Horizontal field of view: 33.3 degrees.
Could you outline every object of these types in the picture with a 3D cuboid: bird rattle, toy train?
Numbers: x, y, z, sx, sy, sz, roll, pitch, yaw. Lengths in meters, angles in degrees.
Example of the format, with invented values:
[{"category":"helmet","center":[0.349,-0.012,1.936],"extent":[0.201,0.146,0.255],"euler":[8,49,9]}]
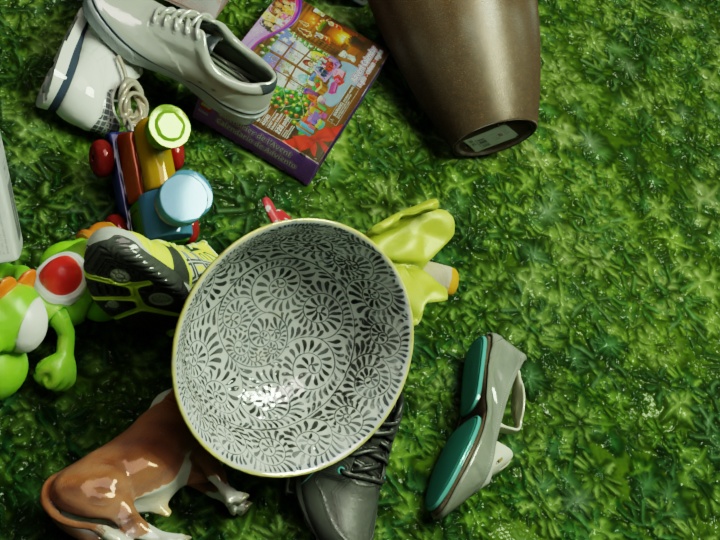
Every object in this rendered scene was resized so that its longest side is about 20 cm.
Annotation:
[{"category":"bird rattle","center":[0.000,0.000,1.089],"extent":[0.163,0.199,0.113],"euler":[16,76,-55]},{"category":"toy train","center":[-0.185,-0.117,1.059],"extent":[0.084,0.116,0.201],"euler":[-7,80,-29]}]

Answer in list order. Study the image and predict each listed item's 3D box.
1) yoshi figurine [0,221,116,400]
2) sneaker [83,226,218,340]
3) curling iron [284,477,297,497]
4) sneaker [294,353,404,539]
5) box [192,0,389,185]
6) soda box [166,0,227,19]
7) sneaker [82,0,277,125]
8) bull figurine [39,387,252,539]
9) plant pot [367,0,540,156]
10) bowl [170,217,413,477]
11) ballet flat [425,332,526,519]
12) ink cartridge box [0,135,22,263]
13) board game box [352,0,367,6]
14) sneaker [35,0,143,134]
[{"category":"yoshi figurine","center":[-0.262,0.041,0.974],"extent":[0.200,0.112,0.113],"euler":[-32,114,-52]},{"category":"sneaker","center":[-0.156,0.008,0.991],"extent":[0.200,0.075,0.077],"euler":[42,39,-53]},{"category":"curling iron","center":[-0.035,0.108,1.054],"extent":[0.049,0.026,0.201],"euler":[21,51,-5]},{"category":"sneaker","center":[-0.006,0.136,0.996],"extent":[0.075,0.079,0.201],"euler":[15,62,-34]},{"category":"box","center":[-0.068,-0.194,1.248],"extent":[0.136,0.039,0.200],"euler":[30,50,-2]},{"category":"soda box","center":[-0.152,-0.314,1.223],"extent":[0.063,0.069,0.200],"euler":[22,22,-8]},{"category":"sneaker","center":[-0.164,-0.219,1.134],"extent":[0.199,0.071,0.073],"euler":[30,51,-12]},{"category":"bull figurine","center":[-0.152,0.155,0.940],"extent":[0.121,0.065,0.200],"euler":[45,49,13]},{"category":"plant pot","center":[0.118,-0.232,1.289],"extent":[0.186,0.187,0.201],"euler":[-6,74,-28]},{"category":"bowl","center":[-0.066,0.051,0.944],"extent":[0.200,0.094,0.202],"euler":[-6,105,-26]},{"category":"ballet flat","center":[0.113,0.142,1.074],"extent":[0.063,0.067,0.201],"euler":[30,49,-11]},{"category":"ink cartridge box","center":[-0.378,-0.073,0.933],"extent":[0.199,0.163,0.057],"euler":[-7,28,-6]},{"category":"board game box","center":[0.006,-0.394,1.276],"extent":[0.195,0.200,0.056],"euler":[13,43,-55]},{"category":"sneaker","center":[-0.247,-0.217,1.170],"extent":[0.080,0.076,0.201],"euler":[25,56,-18]}]
